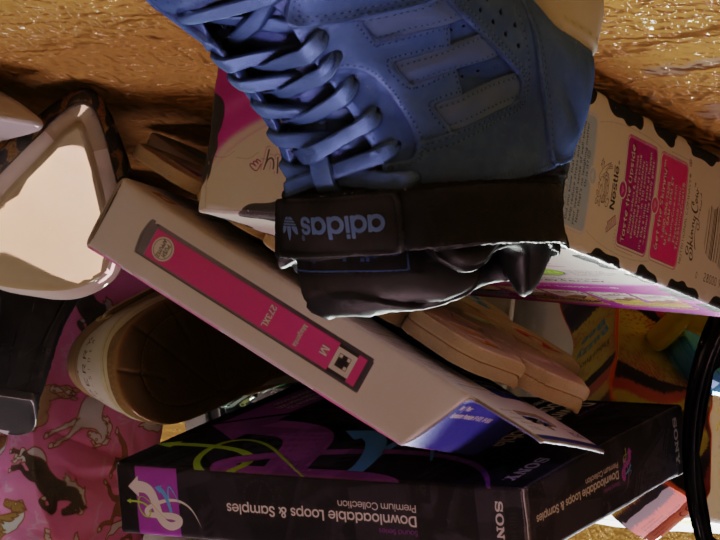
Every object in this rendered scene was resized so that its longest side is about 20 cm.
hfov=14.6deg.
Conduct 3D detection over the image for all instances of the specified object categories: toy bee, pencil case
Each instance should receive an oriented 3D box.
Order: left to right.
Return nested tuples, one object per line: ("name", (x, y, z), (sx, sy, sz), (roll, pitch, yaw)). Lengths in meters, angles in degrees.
("pencil case", (-0.123, 0.059, 1.316), (0.086, 0.201, 0.083), (13, 171, -8))
("toy bee", (0.119, 0.035, 1.289), (0.109, 0.131, 0.200), (37, -166, -7))

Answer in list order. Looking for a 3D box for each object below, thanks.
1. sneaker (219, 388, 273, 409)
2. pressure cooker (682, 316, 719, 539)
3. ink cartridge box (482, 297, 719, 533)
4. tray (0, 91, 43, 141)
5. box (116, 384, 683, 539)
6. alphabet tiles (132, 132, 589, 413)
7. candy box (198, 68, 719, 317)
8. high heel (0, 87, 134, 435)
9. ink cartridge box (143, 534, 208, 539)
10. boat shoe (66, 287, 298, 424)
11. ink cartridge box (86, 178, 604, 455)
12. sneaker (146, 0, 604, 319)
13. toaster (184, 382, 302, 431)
("sneaker", (-0.047, 0.036, 1.401), (0.085, 0.078, 0.200), (-42, -166, -37))
("pressure cooker", (0.233, 0.069, 1.166), (0.199, 0.176, 0.179), (-4, 149, -3))
("ink cartridge box", (0.122, 0.061, 1.445), (0.200, 0.129, 0.125), (15, 169, -43))
("tray", (-0.212, -0.065, 1.131), (0.107, 0.022, 0.200), (11, 172, -28))
("box", (0.018, 0.082, 1.182), (0.199, 0.036, 0.143), (3, -167, 31))
("alphabet tiles", (0.000, 0.000, 1.149), (0.200, 0.015, 0.195), (33, -172, 36))
("candy box", (0.049, -0.029, 1.044), (0.136, 0.061, 0.200), (4, 174, 28))
("high heel", (-0.126, -0.043, 1.186), (0.071, 0.143, 0.200), (15, 138, -6))
("ink cartridge box", (-0.008, 0.181, 1.366), (0.200, 0.147, 0.145), (42, 135, -16))
("boat shoe", (-0.044, 0.018, 1.269), (0.199, 0.074, 0.066), (-13, -170, -37))
("ink cartridge box", (-0.005, 0.029, 1.092), (0.200, 0.037, 0.095), (29, -176, 20))
("sneaker", (-0.005, -0.045, 0.760), (0.077, 0.112, 0.200), (1, 171, 36))
("toaster", (-0.003, 0.097, 1.537), (0.199, 0.182, 0.118), (0, -167, 41))
